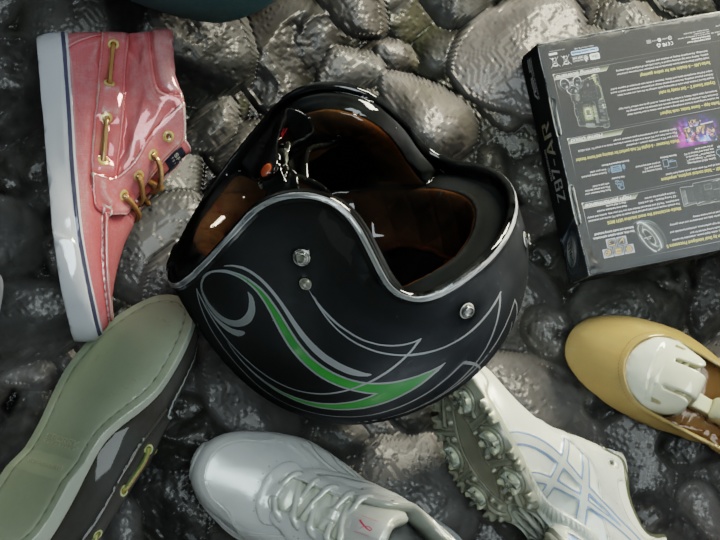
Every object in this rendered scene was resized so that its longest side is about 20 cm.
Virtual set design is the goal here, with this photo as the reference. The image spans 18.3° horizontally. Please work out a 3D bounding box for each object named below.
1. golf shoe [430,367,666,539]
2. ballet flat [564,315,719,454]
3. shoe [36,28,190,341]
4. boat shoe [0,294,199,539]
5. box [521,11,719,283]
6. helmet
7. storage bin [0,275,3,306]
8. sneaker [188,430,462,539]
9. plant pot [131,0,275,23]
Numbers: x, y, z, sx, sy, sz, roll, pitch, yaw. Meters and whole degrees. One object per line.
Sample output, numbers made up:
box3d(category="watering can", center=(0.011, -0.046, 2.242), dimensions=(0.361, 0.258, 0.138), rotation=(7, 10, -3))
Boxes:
box3d(category="golf shoe", center=(0.123, 0.131, 1.451), dimensions=(0.097, 0.078, 0.200), rotation=(-35, 96, -30))
box3d(category="ballet flat", center=(0.231, 0.083, 1.471), dimensions=(0.200, 0.063, 0.069), rotation=(27, 78, -6))
box3d(category="shoe", center=(-0.151, -0.058, 1.411), dimensions=(0.091, 0.071, 0.201), rotation=(-6, 79, -6))
box3d(category="boat shoe", center=(-0.162, 0.106, 1.396), dimensions=(0.072, 0.061, 0.201), rotation=(19, 64, 37))
box3d(category="box", center=(0.223, -0.089, 1.501), dimensions=(0.200, 0.044, 0.161), rotation=(-12, 85, -12))
box3d(category="helmet", center=(0.000, 0.000, 1.371), dimensions=(0.191, 0.200, 0.200), rotation=(35, 78, -16))
box3d(category="storage bin", center=(-0.295, 0.067, 1.342), dimensions=(0.134, 0.146, 0.200), rotation=(10, 81, -20))
box3d(category="sneaker", center=(-0.011, 0.153, 1.397), dimensions=(0.200, 0.099, 0.078), rotation=(23, 79, -7))
box3d(category="plant pot", center=(-0.098, -0.236, 1.401), dimensions=(0.200, 0.200, 0.135), rotation=(-44, 126, -13))
